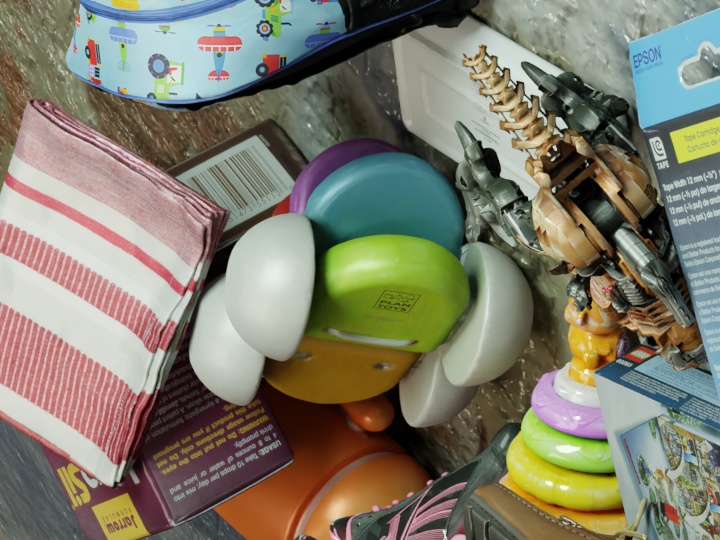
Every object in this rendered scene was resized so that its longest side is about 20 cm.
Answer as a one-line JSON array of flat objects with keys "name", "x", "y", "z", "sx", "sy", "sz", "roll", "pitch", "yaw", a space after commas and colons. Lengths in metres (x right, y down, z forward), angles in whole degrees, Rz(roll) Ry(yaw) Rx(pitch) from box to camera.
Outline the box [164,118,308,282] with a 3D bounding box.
[{"name": "box", "x": -0.091, "y": 0.000, "z": 1.770, "sx": 0.075, "sy": 0.100, "sz": 0.200, "roll": 51, "pitch": 154, "yaw": 21}]

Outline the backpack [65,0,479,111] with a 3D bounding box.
[{"name": "backpack", "x": -0.067, "y": -0.172, "z": 1.426, "sx": 0.182, "sy": 0.200, "sz": 0.135, "roll": 27, "pitch": 139, "yaw": 52}]

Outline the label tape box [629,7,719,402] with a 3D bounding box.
[{"name": "label tape box", "x": 0.203, "y": -0.025, "z": 1.219, "sx": 0.143, "sy": 0.066, "sz": 0.201, "roll": -16, "pitch": 88, "yaw": 65}]

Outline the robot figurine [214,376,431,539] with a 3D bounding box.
[{"name": "robot figurine", "x": -0.026, "y": 0.144, "z": 1.777, "sx": 0.200, "sy": 0.144, "sz": 0.117, "roll": 38, "pitch": 171, "yaw": 36}]

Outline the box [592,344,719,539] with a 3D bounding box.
[{"name": "box", "x": 0.195, "y": 0.149, "z": 1.397, "sx": 0.136, "sy": 0.038, "sz": 0.201, "roll": 24, "pitch": 135, "yaw": 53}]

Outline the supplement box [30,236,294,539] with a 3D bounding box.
[{"name": "supplement box", "x": -0.149, "y": 0.063, "z": 1.692, "sx": 0.131, "sy": 0.103, "sz": 0.201, "roll": -27, "pitch": 90, "yaw": 57}]

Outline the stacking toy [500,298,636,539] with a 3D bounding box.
[{"name": "stacking toy", "x": 0.126, "y": 0.091, "z": 1.475, "sx": 0.109, "sy": 0.116, "sz": 0.201, "roll": 19, "pitch": 118, "yaw": 29}]

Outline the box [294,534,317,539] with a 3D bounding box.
[{"name": "box", "x": -0.032, "y": 0.297, "z": 1.701, "sx": 0.164, "sy": 0.166, "sz": 0.200, "roll": 32, "pitch": 153, "yaw": -4}]

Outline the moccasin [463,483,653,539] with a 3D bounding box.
[{"name": "moccasin", "x": 0.136, "y": 0.167, "z": 1.394, "sx": 0.201, "sy": 0.078, "sz": 0.074, "roll": 26, "pitch": 137, "yaw": 38}]

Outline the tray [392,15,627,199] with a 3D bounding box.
[{"name": "tray", "x": 0.076, "y": -0.080, "z": 1.462, "sx": 0.200, "sy": 0.022, "sz": 0.108, "roll": 36, "pitch": 144, "yaw": 43}]

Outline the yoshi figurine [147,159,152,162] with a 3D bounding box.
[{"name": "yoshi figurine", "x": -0.176, "y": -0.006, "z": 1.895, "sx": 0.112, "sy": 0.112, "sz": 0.200, "roll": 66, "pitch": 162, "yaw": -1}]

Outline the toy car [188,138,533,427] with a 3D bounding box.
[{"name": "toy car", "x": 0.000, "y": 0.000, "z": 1.567, "sx": 0.200, "sy": 0.174, "sz": 0.151, "roll": 131, "pitch": 145, "yaw": -64}]

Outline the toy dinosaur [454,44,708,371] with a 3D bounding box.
[{"name": "toy dinosaur", "x": 0.113, "y": -0.037, "z": 1.299, "sx": 0.136, "sy": 0.102, "sz": 0.201, "roll": -128, "pitch": 19, "yaw": -56}]

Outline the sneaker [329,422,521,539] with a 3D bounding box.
[{"name": "sneaker", "x": 0.032, "y": 0.156, "z": 1.574, "sx": 0.095, "sy": 0.200, "sz": 0.079, "roll": 28, "pitch": 150, "yaw": 22}]

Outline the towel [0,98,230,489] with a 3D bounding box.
[{"name": "towel", "x": -0.169, "y": 0.016, "z": 1.594, "sx": 0.144, "sy": 0.023, "sz": 0.201, "roll": 30, "pitch": 116, "yaw": 19}]
